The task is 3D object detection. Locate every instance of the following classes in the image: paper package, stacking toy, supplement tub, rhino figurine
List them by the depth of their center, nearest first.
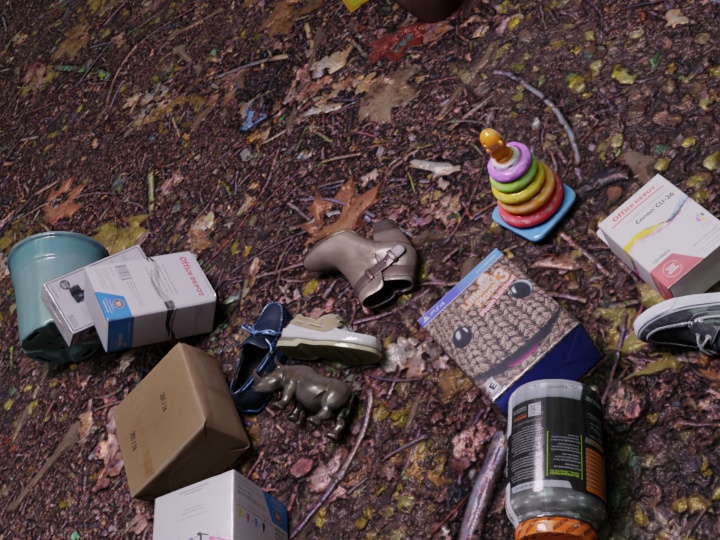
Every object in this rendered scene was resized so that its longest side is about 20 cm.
[{"bbox_3d":[0.242,0.247,1.263,0.122,0.123,0.201,-13,50,28],"label":"supplement tub"},{"bbox_3d":[0.229,-0.148,1.526,0.110,0.200,0.116,-49,43,-7],"label":"stacking toy"},{"bbox_3d":[-0.093,0.189,1.586,0.199,0.060,0.088,19,63,35],"label":"rhino figurine"},{"bbox_3d":[-0.296,0.255,1.647,0.191,0.103,0.200,-45,42,13],"label":"paper package"}]

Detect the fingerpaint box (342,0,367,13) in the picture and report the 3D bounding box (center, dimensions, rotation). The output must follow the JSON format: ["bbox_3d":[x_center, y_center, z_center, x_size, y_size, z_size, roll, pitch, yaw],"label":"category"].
[{"bbox_3d":[0.010,-0.669,2.122,0.199,0.167,0.074,-35,43,9],"label":"fingerpaint box"}]

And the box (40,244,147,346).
[{"bbox_3d":[-0.473,0.045,1.884,0.199,0.060,0.117,-28,75,-33],"label":"box"}]

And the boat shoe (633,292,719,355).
[{"bbox_3d":[0.449,0.074,1.292,0.199,0.072,0.068,-10,50,21],"label":"boat shoe"}]

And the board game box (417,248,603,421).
[{"bbox_3d":[0.207,0.095,1.426,0.159,0.097,0.200,-43,43,-1],"label":"board game box"}]

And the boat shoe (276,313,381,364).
[{"bbox_3d":[-0.047,0.104,1.621,0.199,0.075,0.069,3,61,36],"label":"boat shoe"}]

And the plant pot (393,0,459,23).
[{"bbox_3d":[0.110,-0.580,1.955,0.186,0.200,0.188,-20,48,23],"label":"plant pot"}]

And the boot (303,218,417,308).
[{"bbox_3d":[0.000,0.000,1.674,0.199,0.070,0.147,-26,48,18],"label":"boot"}]

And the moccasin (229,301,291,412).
[{"bbox_3d":[-0.163,0.134,1.685,0.080,0.068,0.201,-11,52,29],"label":"moccasin"}]

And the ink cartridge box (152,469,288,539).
[{"bbox_3d":[-0.195,0.417,1.429,0.144,0.147,0.201,-23,47,19],"label":"ink cartridge box"}]

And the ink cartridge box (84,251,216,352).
[{"bbox_3d":[-0.374,0.053,1.807,0.199,0.085,0.145,-10,44,-27],"label":"ink cartridge box"}]

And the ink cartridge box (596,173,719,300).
[{"bbox_3d":[0.415,-0.051,1.411,0.116,0.068,0.200,-40,43,2],"label":"ink cartridge box"}]

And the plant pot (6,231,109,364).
[{"bbox_3d":[-0.582,0.062,1.970,0.199,0.200,0.197,-26,53,17],"label":"plant pot"}]
